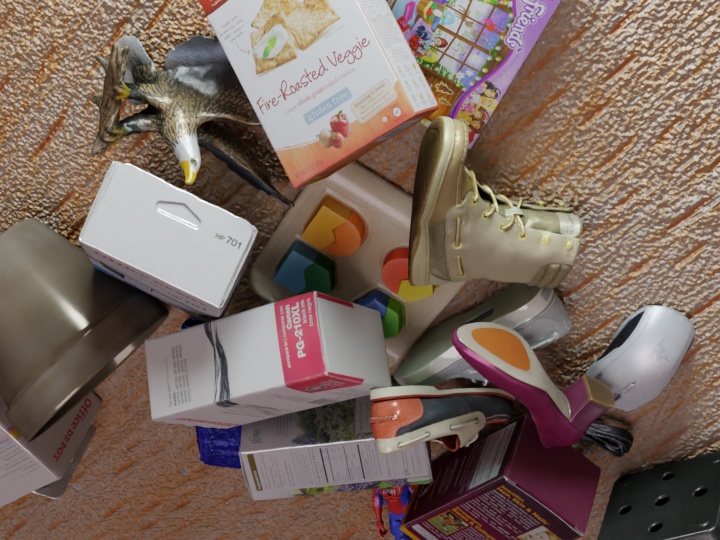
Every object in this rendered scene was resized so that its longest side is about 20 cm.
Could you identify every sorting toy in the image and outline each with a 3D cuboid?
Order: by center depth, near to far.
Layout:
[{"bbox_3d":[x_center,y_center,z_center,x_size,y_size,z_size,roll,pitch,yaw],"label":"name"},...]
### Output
[{"bbox_3d":[0.000,0.000,1.330,0.184,0.037,0.201,31,131,-7],"label":"sorting toy"}]

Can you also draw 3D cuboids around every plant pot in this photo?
[{"bbox_3d":[0.344,0.305,1.374,0.198,0.200,0.179,-21,108,31],"label":"plant pot"},{"bbox_3d":[-0.327,0.048,1.397,0.174,0.200,0.200,48,128,0],"label":"plant pot"}]

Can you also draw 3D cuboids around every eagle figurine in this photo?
[{"bbox_3d":[-0.143,-0.139,1.228,0.197,0.153,0.151,1,180,-21],"label":"eagle figurine"}]

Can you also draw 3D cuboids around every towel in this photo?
[{"bbox_3d":[-0.123,0.147,1.483,0.146,0.050,0.202,8,130,13],"label":"towel"}]

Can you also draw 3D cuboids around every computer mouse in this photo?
[{"bbox_3d":[0.258,0.112,1.331,0.109,0.044,0.201,27,131,-3],"label":"computer mouse"}]

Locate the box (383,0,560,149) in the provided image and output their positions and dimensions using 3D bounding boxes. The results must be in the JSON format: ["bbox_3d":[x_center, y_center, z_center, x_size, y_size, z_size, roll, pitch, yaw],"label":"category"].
[{"bbox_3d":[0.080,-0.213,1.129,0.136,0.039,0.201,26,131,-4],"label":"box"}]

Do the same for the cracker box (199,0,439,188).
[{"bbox_3d":[-0.040,-0.190,1.118,0.133,0.058,0.202,-28,88,30],"label":"cracker box"}]

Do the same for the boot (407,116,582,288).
[{"bbox_3d":[0.124,-0.055,1.198,0.153,0.073,0.201,4,139,-1],"label":"boot"}]

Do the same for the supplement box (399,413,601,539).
[{"bbox_3d":[0.146,0.245,1.427,0.110,0.086,0.200,37,141,-13],"label":"supplement box"}]

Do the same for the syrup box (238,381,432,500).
[{"bbox_3d":[-0.026,0.181,1.427,0.197,0.079,0.082,-7,130,6],"label":"syrup box"}]

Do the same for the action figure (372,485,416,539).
[{"bbox_3d":[0.051,0.284,1.540,0.065,0.052,0.202,-3,125,25],"label":"action figure"}]

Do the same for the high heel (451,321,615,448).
[{"bbox_3d":[0.146,0.116,1.287,0.198,0.068,0.096,22,130,-33],"label":"high heel"}]

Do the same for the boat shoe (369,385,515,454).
[{"bbox_3d":[0.085,0.149,1.340,0.071,0.063,0.199,-17,164,41],"label":"boat shoe"}]

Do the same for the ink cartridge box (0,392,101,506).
[{"bbox_3d":[-0.407,0.166,1.539,0.124,0.129,0.200,-26,116,34],"label":"ink cartridge box"}]

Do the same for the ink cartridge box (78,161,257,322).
[{"bbox_3d":[-0.181,-0.021,1.275,0.145,0.087,0.200,26,172,-3],"label":"ink cartridge box"}]

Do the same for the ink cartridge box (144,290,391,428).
[{"bbox_3d":[-0.091,0.092,1.309,0.198,0.085,0.144,-16,164,24],"label":"ink cartridge box"}]

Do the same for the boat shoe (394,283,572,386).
[{"bbox_3d":[0.122,0.080,1.333,0.200,0.070,0.072,-31,110,33],"label":"boat shoe"}]
